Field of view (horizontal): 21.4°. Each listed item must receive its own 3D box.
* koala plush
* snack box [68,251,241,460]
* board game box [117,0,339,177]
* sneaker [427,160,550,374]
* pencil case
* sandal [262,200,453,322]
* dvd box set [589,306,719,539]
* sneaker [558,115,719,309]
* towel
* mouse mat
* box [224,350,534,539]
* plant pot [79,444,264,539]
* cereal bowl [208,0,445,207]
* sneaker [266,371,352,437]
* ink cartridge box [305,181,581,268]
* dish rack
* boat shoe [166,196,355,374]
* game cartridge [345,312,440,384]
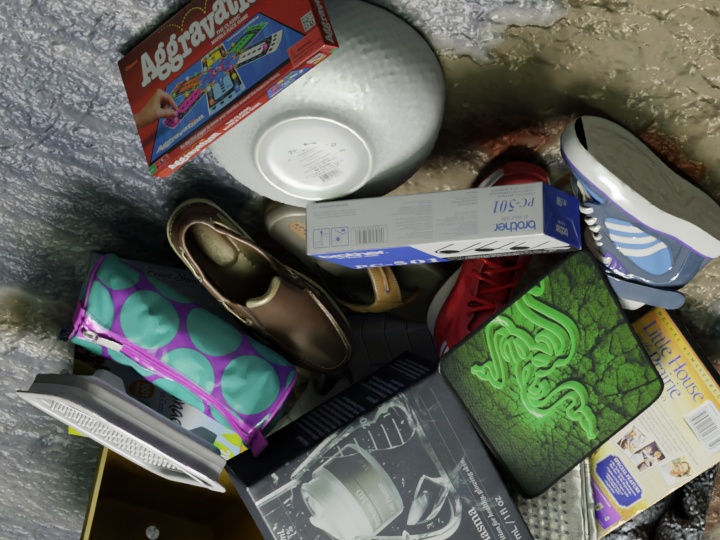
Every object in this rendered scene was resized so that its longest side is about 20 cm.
[{"bbox_3d":[0.224,0.236,1.830,0.199,0.184,0.178,15,139,6],"label":"koala plush"},{"bbox_3d":[-0.177,0.083,1.753,0.168,0.068,0.201,11,140,-4],"label":"snack box"},{"bbox_3d":[-0.104,-0.163,1.442,0.200,0.103,0.019,-33,156,35],"label":"board game box"},{"bbox_3d":[0.117,0.016,1.590,0.078,0.116,0.201,7,127,-14],"label":"sneaker"},{"bbox_3d":[-0.152,0.071,1.616,0.199,0.093,0.085,31,128,-4],"label":"pencil case"},{"bbox_3d":[0.000,0.000,1.650,0.200,0.055,0.082,32,132,-30],"label":"sandal"},{"bbox_3d":[0.234,0.141,1.716,0.200,0.029,0.147,-37,87,20],"label":"dvd box set"},{"bbox_3d":[0.196,-0.033,1.574,0.200,0.081,0.146,29,130,-33],"label":"sneaker"},{"bbox_3d":[0.125,0.199,1.739,0.199,0.034,0.194,9,114,32],"label":"towel"},{"bbox_3d":[0.163,0.090,1.599,0.161,0.008,0.200,-38,128,-4],"label":"mouse mat"},{"bbox_3d":[0.019,0.208,1.641,0.196,0.124,0.201,-31,100,-8],"label":"box"},{"bbox_3d":[-0.191,0.271,1.891,0.199,0.201,0.176,18,149,-15],"label":"plant pot"},{"bbox_3d":[-0.034,-0.117,1.499,0.199,0.084,0.201,3,138,2],"label":"cereal bowl"},{"bbox_3d":[-0.037,0.140,1.792,0.075,0.093,0.200,9,172,-25],"label":"sneaker"},{"bbox_3d":[0.065,-0.034,1.509,0.199,0.045,0.094,-4,171,24],"label":"ink cartridge box"},{"bbox_3d":[-0.205,0.133,1.676,0.171,0.044,0.200,31,166,-19],"label":"dish rack"},{"bbox_3d":[-0.085,0.022,1.620,0.202,0.075,0.075,39,92,-13],"label":"boat shoe"},{"bbox_3d":[0.060,0.108,1.787,0.129,0.039,0.201,-2,139,14],"label":"game cartridge"}]
